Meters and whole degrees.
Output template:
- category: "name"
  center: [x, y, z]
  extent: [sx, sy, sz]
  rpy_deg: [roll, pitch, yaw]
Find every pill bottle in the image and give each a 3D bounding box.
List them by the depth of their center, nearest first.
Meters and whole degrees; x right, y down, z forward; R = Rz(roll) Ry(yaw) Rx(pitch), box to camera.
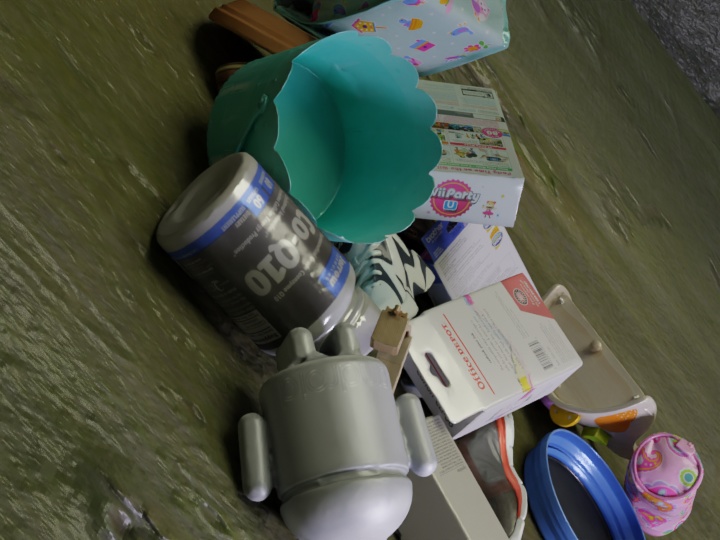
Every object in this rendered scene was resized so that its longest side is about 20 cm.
- category: "pill bottle"
  center: [-0.076, 0.003, 1.464]
  extent: [0.200, 0.113, 0.114]
  rpy_deg: [47, 26, -20]

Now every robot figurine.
- category: "robot figurine"
  center: [-0.021, 0.147, 1.374]
  extent: [0.168, 0.113, 0.201]
  rpy_deg: [-8, 71, -15]

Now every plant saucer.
- category: "plant saucer"
  center: [-0.066, -0.234, 1.744]
  extent: [0.199, 0.038, 0.200]
  rpy_deg: [29, 4, -2]

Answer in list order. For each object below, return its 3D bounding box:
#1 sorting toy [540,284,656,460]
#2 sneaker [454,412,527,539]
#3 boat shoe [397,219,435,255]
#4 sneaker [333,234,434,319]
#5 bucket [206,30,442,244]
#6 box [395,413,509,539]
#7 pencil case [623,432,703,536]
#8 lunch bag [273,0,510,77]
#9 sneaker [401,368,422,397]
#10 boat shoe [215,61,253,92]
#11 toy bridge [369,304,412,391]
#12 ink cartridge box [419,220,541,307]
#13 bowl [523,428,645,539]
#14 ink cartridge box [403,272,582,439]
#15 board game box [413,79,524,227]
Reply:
- category: "sorting toy"
  center: [0.273, 0.150, 1.968]
  extent: [0.200, 0.107, 0.180]
  rpy_deg: [56, 2, 39]
- category: "sneaker"
  center: [0.111, 0.211, 1.644]
  extent: [0.081, 0.077, 0.201]
  rpy_deg: [15, 39, -18]
- category: "boat shoe"
  center: [0.064, -0.016, 1.826]
  extent: [0.200, 0.072, 0.072]
  rpy_deg: [54, 53, -33]
- category: "sneaker"
  center: [0.000, 0.000, 1.659]
  extent: [0.130, 0.079, 0.199]
  rpy_deg: [48, 30, -5]
- category: "bucket"
  center: [-0.039, -0.121, 1.570]
  extent: [0.206, 0.134, 0.209]
  rpy_deg: [1, 89, -39]
- category: "box"
  center: [0.082, 0.239, 1.527]
  extent: [0.201, 0.068, 0.082]
  rpy_deg: [62, 25, 10]
- category: "pencil case"
  center: [0.352, 0.249, 1.918]
  extent: [0.200, 0.087, 0.088]
  rpy_deg: [68, -1, -68]
- category: "lunch bag"
  center: [0.030, -0.271, 1.709]
  extent: [0.170, 0.199, 0.123]
  rpy_deg: [21, 62, -45]
- category: "sneaker"
  center: [0.119, 0.115, 1.734]
  extent: [0.199, 0.072, 0.073]
  rpy_deg: [-8, 109, -45]
- category: "boat shoe"
  center: [-0.069, -0.163, 1.729]
  extent: [0.199, 0.072, 0.068]
  rpy_deg: [21, 68, -40]
- category: "toy bridge"
  center: [0.025, 0.082, 1.483]
  extent: [0.027, 0.200, 0.068]
  rpy_deg: [19, 60, 6]
- category: "ink cartridge box"
  center: [0.128, 0.010, 1.815]
  extent: [0.119, 0.042, 0.201]
  rpy_deg: [-48, 123, -33]
- category: "bowl"
  center: [0.251, 0.275, 1.837]
  extent: [0.200, 0.039, 0.201]
  rpy_deg: [42, 28, -29]
- category: "ink cartridge box"
  center: [0.113, 0.089, 1.631]
  extent: [0.199, 0.068, 0.117]
  rpy_deg: [-19, 70, -43]
- category: "board game box"
  center: [0.086, -0.131, 1.765]
  extent: [0.146, 0.065, 0.201]
  rpy_deg: [6, 32, -8]
